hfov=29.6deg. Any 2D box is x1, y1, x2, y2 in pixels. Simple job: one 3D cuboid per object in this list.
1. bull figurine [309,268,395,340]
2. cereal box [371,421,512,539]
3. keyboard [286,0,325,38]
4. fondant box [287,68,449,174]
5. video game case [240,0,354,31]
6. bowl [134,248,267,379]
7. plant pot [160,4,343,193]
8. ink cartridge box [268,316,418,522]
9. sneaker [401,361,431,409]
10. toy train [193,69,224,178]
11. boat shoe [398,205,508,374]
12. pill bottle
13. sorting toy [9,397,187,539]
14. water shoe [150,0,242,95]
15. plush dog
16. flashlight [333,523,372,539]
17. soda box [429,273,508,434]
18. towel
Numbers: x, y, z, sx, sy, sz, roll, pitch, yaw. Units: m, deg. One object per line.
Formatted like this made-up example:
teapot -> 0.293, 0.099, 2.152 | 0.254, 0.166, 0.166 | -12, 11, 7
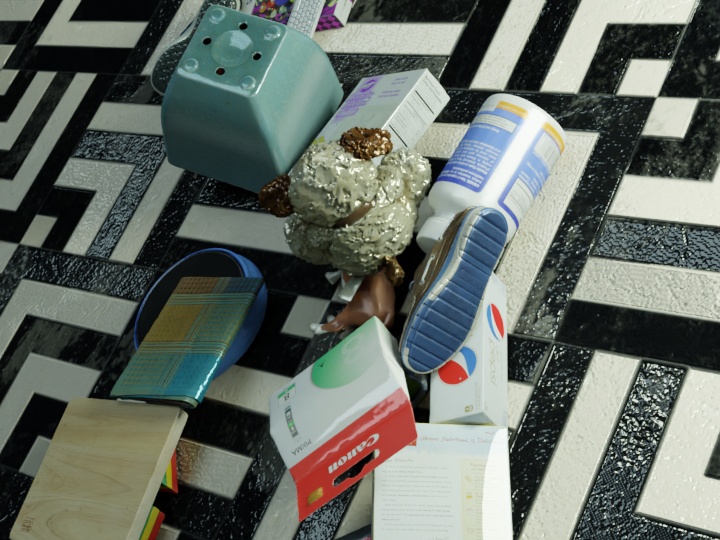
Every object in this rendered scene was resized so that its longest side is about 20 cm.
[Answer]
bull figurine -> 0.000, 0.000, 1.675 | 0.121, 0.065, 0.200 | -23, 45, 27
cereal box -> 0.083, 0.251, 1.396 | 0.144, 0.040, 0.200 | 3, 54, -1
keyboard -> -0.086, -0.367, 2.005 | 0.056, 0.011, 0.200 | 18, 88, 38
fondant box -> 0.005, -0.167, 1.756 | 0.144, 0.058, 0.200 | 3, 50, 54
video game case -> -0.085, -0.440, 2.083 | 0.200, 0.036, 0.182 | -1, 60, 36
bowl -> -0.217, 0.059, 1.808 | 0.200, 0.039, 0.201 | -20, 49, 24
plant pot -> -0.154, -0.244, 1.823 | 0.196, 0.200, 0.196 | 19, 68, 13
ink cartridge box -> -0.024, 0.154, 1.451 | 0.161, 0.050, 0.200 | -38, 22, 13
sneaker -> -0.001, 0.160, 1.527 | 0.200, 0.074, 0.081 | -40, 5, 7
toy train -> -0.234, -0.221, 2.004 | 0.116, 0.085, 0.200 | 3, 60, 50
boat shoe -> 0.095, 0.022, 1.501 | 0.200, 0.072, 0.072 | -60, 28, -11
pill bottle -> 0.149, -0.098, 1.603 | 0.112, 0.112, 0.200 | 19, 72, 43
sorting toy -> -0.312, 0.268, 1.702 | 0.200, 0.070, 0.199 | 0, 59, 37
water shoe -> -0.248, -0.353, 2.128 | 0.200, 0.071, 0.079 | -48, 2, 15
plush dog -> -0.017, -0.076, 1.566 | 0.200, 0.172, 0.161 | -32, 40, 11
flashlight -> -0.012, 0.314, 1.453 | 0.200, 0.068, 0.068 | -25, 9, 14
soda box -> 0.121, 0.092, 1.517 | 0.068, 0.064, 0.200 | -17, 50, 26
towel -> -0.217, 0.088, 1.724 | 0.146, 0.022, 0.200 | 1, 49, 36
